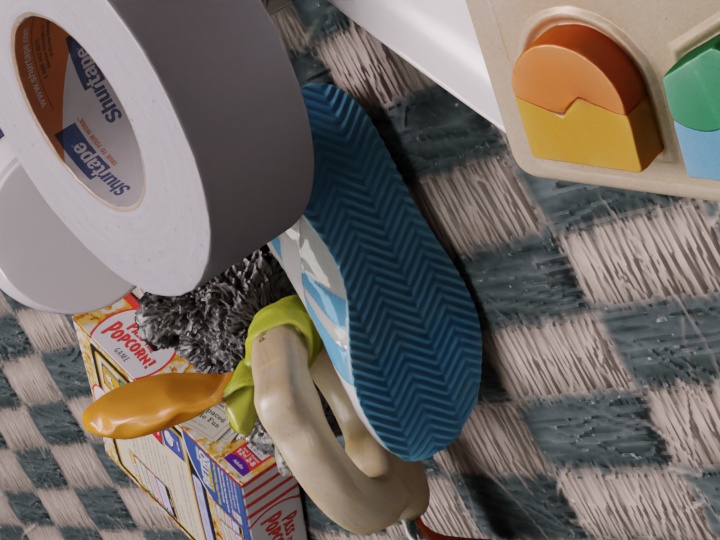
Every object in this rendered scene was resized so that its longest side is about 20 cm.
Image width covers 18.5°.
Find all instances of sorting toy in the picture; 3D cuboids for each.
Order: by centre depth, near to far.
[{"bbox_3d":[0.100,-0.100,0.793,0.199,0.036,0.186,15,135,44],"label":"sorting toy"}]

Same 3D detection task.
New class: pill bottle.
[{"bbox_3d":[-0.171,-0.038,1.279,0.116,0.115,0.200,62,175,-12],"label":"pill bottle"}]

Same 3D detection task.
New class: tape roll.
[{"bbox_3d":[-0.110,-0.089,1.051,0.200,0.066,0.201,39,148,30],"label":"tape roll"}]

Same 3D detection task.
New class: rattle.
[{"bbox_3d":[-0.030,0.122,1.184,0.200,0.142,0.130,52,-177,-37],"label":"rattle"}]

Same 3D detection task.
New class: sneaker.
[{"bbox_3d":[0.000,0.000,1.119,0.201,0.076,0.081,69,163,-10],"label":"sneaker"}]

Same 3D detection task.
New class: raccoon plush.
[{"bbox_3d":[-0.046,0.033,1.226,0.134,0.097,0.200,46,155,6],"label":"raccoon plush"}]

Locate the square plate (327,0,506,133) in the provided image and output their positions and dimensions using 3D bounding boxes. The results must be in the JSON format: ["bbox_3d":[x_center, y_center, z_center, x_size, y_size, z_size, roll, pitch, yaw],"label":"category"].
[{"bbox_3d":[0.012,-0.176,0.920,0.198,0.028,0.201,40,151,34],"label":"square plate"}]

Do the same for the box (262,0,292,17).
[{"bbox_3d":[-0.117,-0.202,1.091,0.082,0.068,0.201,2,122,62],"label":"box"}]

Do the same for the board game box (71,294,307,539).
[{"bbox_3d":[-0.116,0.125,1.521,0.200,0.046,0.152,41,152,34],"label":"board game box"}]
